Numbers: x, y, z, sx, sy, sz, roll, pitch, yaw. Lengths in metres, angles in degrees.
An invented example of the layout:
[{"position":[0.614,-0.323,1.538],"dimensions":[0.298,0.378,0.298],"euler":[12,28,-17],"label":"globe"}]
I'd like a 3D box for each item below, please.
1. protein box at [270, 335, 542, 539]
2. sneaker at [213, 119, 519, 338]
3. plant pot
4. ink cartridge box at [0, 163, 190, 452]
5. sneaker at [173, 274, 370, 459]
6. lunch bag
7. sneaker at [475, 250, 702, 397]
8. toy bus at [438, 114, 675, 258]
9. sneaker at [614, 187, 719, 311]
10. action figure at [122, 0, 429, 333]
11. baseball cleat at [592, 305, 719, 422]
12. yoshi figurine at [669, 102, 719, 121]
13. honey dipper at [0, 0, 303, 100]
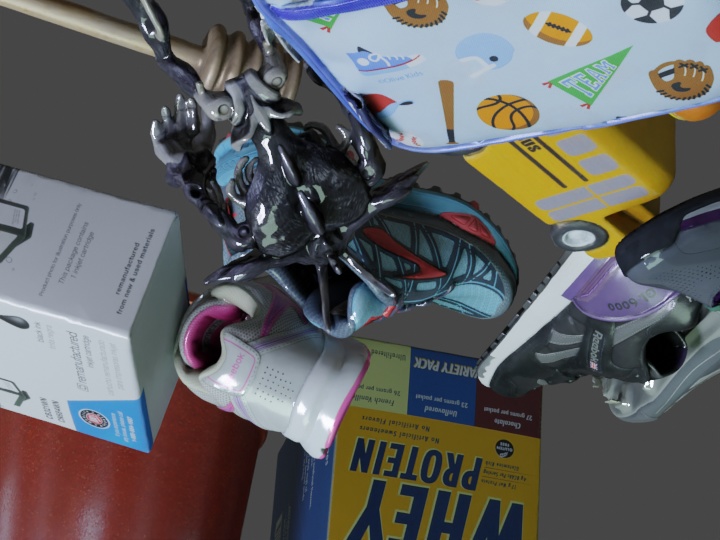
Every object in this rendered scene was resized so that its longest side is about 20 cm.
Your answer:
[{"position":[0.022,0.181,1.394],"dimensions":[0.134,0.200,0.200],"euler":[10,152,-11],"label":"protein box"},{"position":[0.000,0.000,1.169],"dimensions":[0.199,0.096,0.079],"euler":[22,147,-29],"label":"sneaker"},{"position":[-0.150,0.139,1.348],"dimensions":[0.199,0.197,0.201],"euler":[3,153,2],"label":"plant pot"},{"position":[-0.200,0.010,1.191],"dimensions":[0.198,0.085,0.146],"euler":[15,152,8],"label":"ink cartridge box"},{"position":[-0.060,0.036,1.210],"dimensions":[0.088,0.082,0.200],"euler":[25,-178,-17],"label":"sneaker"},{"position":[0.056,-0.119,0.838],"dimensions":[0.199,0.076,0.160],"euler":[-11,147,25],"label":"lunch bag"},{"position":[0.131,0.040,1.208],"dimensions":[0.088,0.076,0.200],"euler":[43,150,6],"label":"sneaker"},{"position":[0.089,-0.079,1.043],"dimensions":[0.078,0.066,0.200],"euler":[-18,144,34],"label":"toy bus"},{"position":[0.218,0.005,1.088],"dimensions":[0.199,0.088,0.074],"euler":[-5,158,-36],"label":"sneaker"},{"position":[-0.045,-0.075,0.994],"dimensions":[0.118,0.102,0.201],"euler":[-24,114,4],"label":"action figure"},{"position":[0.216,0.042,1.244],"dimensions":[0.106,0.070,0.200],"euler":[13,152,-15],"label":"baseball cleat"},{"position":[0.214,-0.127,0.902],"dimensions":[0.111,0.113,0.200],"euler":[5,154,-37],"label":"yoshi figurine"},{"position":[-0.125,-0.117,1.039],"dimensions":[0.198,0.038,0.038],"euler":[16,150,-15],"label":"honey dipper"}]
